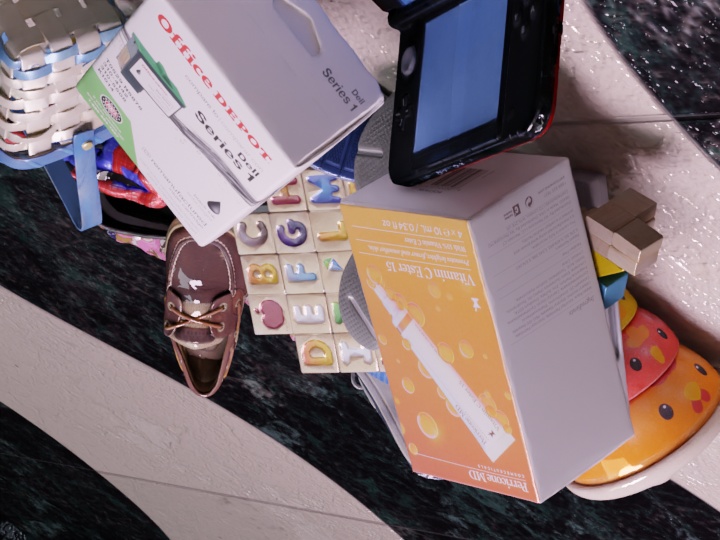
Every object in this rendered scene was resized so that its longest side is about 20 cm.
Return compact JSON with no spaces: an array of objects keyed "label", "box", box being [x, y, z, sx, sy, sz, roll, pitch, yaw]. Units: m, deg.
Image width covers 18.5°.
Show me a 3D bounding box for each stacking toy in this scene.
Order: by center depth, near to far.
[{"label":"stacking toy","box":[0.167,0.054,1.619,0.200,0.146,0.146,55,153,-16]}]

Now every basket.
[{"label":"basket","box":[-0.238,-0.148,1.632,0.177,0.139,0.200,55,161,30]}]

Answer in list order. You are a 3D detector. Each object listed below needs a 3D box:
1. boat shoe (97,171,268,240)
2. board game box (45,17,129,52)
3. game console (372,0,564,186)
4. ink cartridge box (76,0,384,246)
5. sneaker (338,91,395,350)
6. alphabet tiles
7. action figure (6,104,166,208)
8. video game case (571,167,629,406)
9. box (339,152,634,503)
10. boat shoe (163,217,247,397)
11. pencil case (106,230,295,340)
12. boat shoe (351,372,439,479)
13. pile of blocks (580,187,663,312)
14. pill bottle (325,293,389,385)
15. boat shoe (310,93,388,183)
[{"label":"boat shoe","box":[-0.131,-0.054,1.783,0.201,0.063,0.074,7,107,20]},{"label":"board game box","box":[-0.137,-0.138,1.704,0.200,0.034,0.134,8,149,48]},{"label":"game console","box":[0.027,-0.155,1.321,0.118,0.173,0.200,10,169,-22]},{"label":"ink cartridge box","box":[-0.088,-0.116,1.430,0.146,0.084,0.200,52,155,-2]},{"label":"sneaker","box":[0.039,-0.044,1.547,0.070,0.080,0.201,32,123,36]},{"label":"alphabet tiles","box":[0.000,0.000,1.678,0.199,0.006,0.167,-2,111,24]},{"label":"action figure","box":[-0.202,-0.096,1.754,0.199,0.066,0.052,22,175,26]},{"label":"video game case","box":[0.101,0.007,1.581,0.200,0.022,0.183,11,117,43]},{"label":"box","box":[0.082,0.032,1.434,0.124,0.097,0.201,8,121,48]},{"label":"boat shoe","box":[-0.127,0.032,1.797,0.072,0.072,0.200,6,144,-3]},{"label":"pencil case","box":[-0.113,-0.018,1.880,0.199,0.087,0.083,29,143,5]},{"label":"boat shoe","box":[0.031,0.079,1.826,0.200,0.075,0.062,60,172,12]},{"label":"pile of blocks","box":[0.140,-0.007,1.473,0.200,0.062,0.082,-6,110,53]},{"label":"pill bottle","box":[0.038,0.036,1.745,0.199,0.112,0.112,27,160,9]},{"label":"boat shoe","box":[-0.052,-0.115,1.579,0.199,0.072,0.072,23,174,-8]}]
